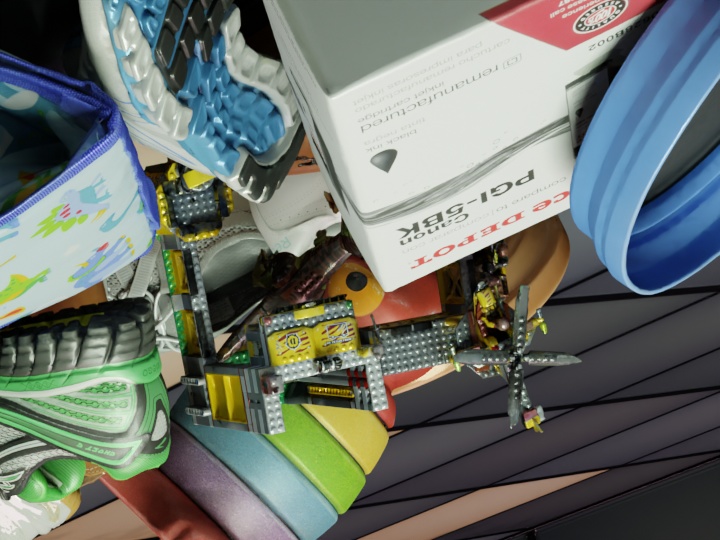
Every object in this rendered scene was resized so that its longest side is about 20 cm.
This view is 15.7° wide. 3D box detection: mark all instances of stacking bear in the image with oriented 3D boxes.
[{"bbox_3d":[-0.031,0.070,1.359,0.200,0.121,0.114,-47,143,-7],"label":"stacking bear"}]

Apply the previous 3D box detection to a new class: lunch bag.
[{"bbox_3d":[-0.185,-0.029,1.043,0.199,0.128,0.170,-6,168,0],"label":"lunch bag"}]

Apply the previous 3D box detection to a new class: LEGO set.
[{"bbox_3d":[0.000,0.000,1.173,0.199,0.154,0.116,-2,-179,-24],"label":"LEGO set"}]

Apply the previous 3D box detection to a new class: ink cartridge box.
[{"bbox_3d":[0.047,-0.087,1.049,0.146,0.083,0.200,-25,157,-3],"label":"ink cartridge box"}]

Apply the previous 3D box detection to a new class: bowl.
[{"bbox_3d":[0.159,-0.080,1.060,0.201,0.039,0.201,-42,158,-21],"label":"bowl"}]

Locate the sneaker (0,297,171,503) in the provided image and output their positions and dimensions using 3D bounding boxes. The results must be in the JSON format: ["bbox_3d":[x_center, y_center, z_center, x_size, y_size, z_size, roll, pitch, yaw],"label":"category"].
[{"bbox_3d":[-0.174,0.069,1.175,0.199,0.086,0.078,-7,-170,32],"label":"sneaker"}]

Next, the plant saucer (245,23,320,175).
[{"bbox_3d":[0.014,-0.095,1.214,0.199,0.038,0.200,-16,168,-3],"label":"plant saucer"}]

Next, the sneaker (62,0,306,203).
[{"bbox_3d":[-0.090,-0.086,1.057,0.086,0.075,0.200,16,163,19],"label":"sneaker"}]

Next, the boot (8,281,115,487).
[{"bbox_3d":[-0.140,0.020,1.227,0.077,0.156,0.200,-24,174,-29],"label":"boot"}]

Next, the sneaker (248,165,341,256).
[{"bbox_3d":[0.039,-0.046,1.346,0.199,0.089,0.075,-13,166,-14],"label":"sneaker"}]

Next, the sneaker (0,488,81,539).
[{"bbox_3d":[-0.226,0.068,1.284,0.088,0.200,0.076,-35,-160,5],"label":"sneaker"}]

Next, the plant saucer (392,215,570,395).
[{"bbox_3d":[0.022,0.009,1.492,0.200,0.032,0.200,-21,-155,10],"label":"plant saucer"}]

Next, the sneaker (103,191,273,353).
[{"bbox_3d":[-0.114,0.013,1.343,0.200,0.082,0.075,-31,127,-8],"label":"sneaker"}]
